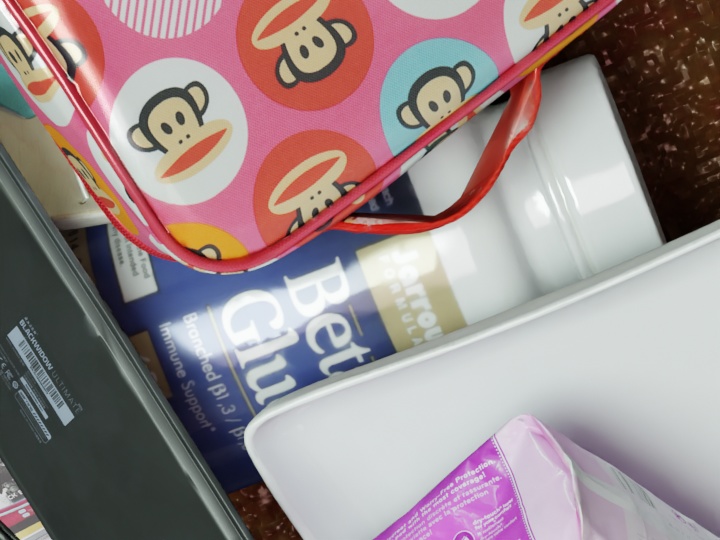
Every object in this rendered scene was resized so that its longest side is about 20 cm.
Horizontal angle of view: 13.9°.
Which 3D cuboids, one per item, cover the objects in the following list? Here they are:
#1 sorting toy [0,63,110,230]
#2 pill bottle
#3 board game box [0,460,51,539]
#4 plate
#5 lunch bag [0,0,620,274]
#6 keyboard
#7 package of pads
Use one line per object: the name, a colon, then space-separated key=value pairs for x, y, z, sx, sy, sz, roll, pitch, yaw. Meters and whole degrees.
sorting toy: x=-0.158 y=-0.104 z=0.998 sx=0.180 sy=0.107 sz=0.200 roll=-16 pitch=103 yaw=14
pill bottle: x=0.000 y=0.000 z=1.000 sx=0.200 sy=0.111 sz=0.111 roll=-21 pitch=101 yaw=7
board game box: x=-0.200 y=0.072 z=1.065 sx=0.200 sy=0.035 sz=0.136 roll=-4 pitch=102 yaw=4
plate: x=0.086 y=0.070 z=0.982 sx=0.200 sy=0.032 sz=0.200 roll=-23 pitch=130 yaw=8
lunch bag: x=-0.010 y=-0.094 z=0.912 sx=0.200 sy=0.082 sz=0.176 roll=-35 pitch=102 yaw=-11
keyboard: x=-0.111 y=0.044 z=0.964 sx=0.127 sy=0.021 sz=0.200 roll=-41 pitch=77 yaw=42
package of pads: x=0.088 y=0.141 z=0.972 sx=0.121 sy=0.076 sz=0.200 roll=-42 pitch=126 yaw=20
